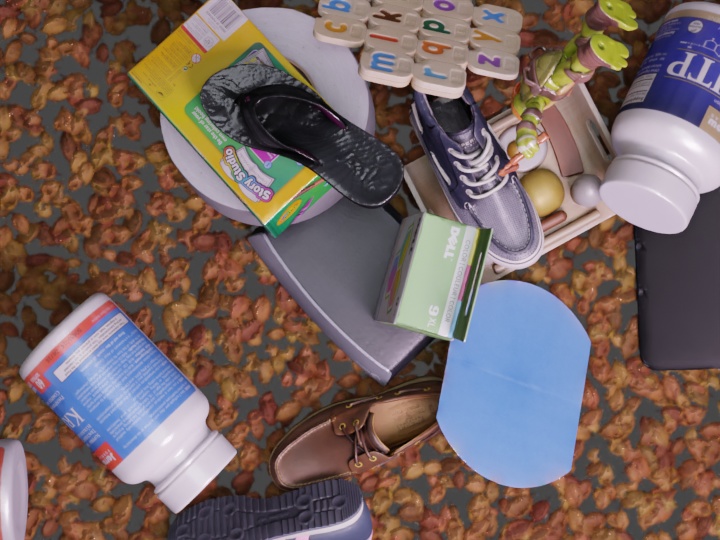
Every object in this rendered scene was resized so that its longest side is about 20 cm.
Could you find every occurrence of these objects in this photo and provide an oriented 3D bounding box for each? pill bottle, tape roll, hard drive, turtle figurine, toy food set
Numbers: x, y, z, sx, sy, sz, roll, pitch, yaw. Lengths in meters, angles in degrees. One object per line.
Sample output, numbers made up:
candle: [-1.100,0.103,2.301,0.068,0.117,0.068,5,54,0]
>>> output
pill bottle: [-0.419,0.215,1.603,0.199,0.112,0.113,-1,89,-2]
pill bottle: [0.307,-0.142,1.622,0.119,0.120,0.201,28,73,-2]
pill bottle: [-0.214,0.128,1.607,0.112,0.112,0.200,-44,90,-3]
tape roll: [-0.088,-0.146,1.628,0.199,0.066,0.202,-1,79,7]
hard drive: [0.000,0.000,1.663,0.135,0.042,0.200,-43,91,-3]
turtle figurine: [0.184,-0.185,1.563,0.064,0.161,0.200,40,48,-6]
toy food set: [0.156,-0.083,1.664,0.199,0.060,0.144,-28,91,-4]

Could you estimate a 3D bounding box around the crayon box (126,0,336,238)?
crayon box: [-0.104,-0.144,1.566,0.119,0.058,0.200,-42,78,-3]

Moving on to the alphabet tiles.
alphabet tiles: [0.056,-0.229,1.612,0.194,0.200,0.015,12,130,-2]

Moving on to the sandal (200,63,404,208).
sandal: [-0.050,-0.127,1.502,0.200,0.048,0.076,28,83,9]

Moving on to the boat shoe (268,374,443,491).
boat shoe: [0.004,0.156,1.648,0.199,0.068,0.072,-23,90,-3]

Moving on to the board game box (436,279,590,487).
board game box: [0.141,0.111,1.657,0.157,0.039,0.201,20,70,-24]

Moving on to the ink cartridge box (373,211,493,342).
ink cartridge box: [0.064,0.006,1.545,0.059,0.200,0.104,16,88,-6]

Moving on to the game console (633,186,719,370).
game console: [0.376,-0.005,1.696,0.175,0.116,0.201,-2,90,-33]

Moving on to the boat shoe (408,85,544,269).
boat shoe: [0.106,-0.095,1.599,0.074,0.093,0.200,-33,79,-3]

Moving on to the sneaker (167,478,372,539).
sneaker: [-0.084,0.259,1.644,0.199,0.082,0.070,-9,46,14]
